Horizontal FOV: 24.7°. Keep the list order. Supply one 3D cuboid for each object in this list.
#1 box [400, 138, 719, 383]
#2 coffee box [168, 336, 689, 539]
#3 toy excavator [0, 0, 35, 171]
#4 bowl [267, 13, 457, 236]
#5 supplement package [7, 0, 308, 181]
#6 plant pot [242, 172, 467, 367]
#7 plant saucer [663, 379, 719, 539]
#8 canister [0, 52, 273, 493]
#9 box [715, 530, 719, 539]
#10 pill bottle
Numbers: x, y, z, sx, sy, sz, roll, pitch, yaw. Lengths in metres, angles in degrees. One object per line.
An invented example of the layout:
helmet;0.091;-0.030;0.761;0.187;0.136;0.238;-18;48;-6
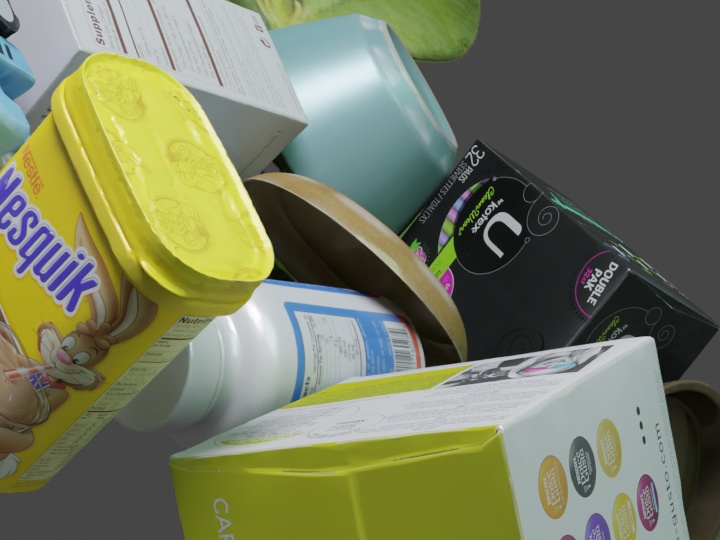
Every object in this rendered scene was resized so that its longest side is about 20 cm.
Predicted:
box;0.129;0.026;1.205;0.124;0.149;0.200;28;13;-42
coffee box;0.048;0.161;0.872;0.198;0.200;0.200;-19;98;-58
toy excavator;-0.221;-0.072;0.959;0.200;0.100;0.194;63;7;13
bowl;0.003;-0.115;1.259;0.201;0.105;0.201;59;9;-16
supplement package;-0.156;-0.126;1.115;0.200;0.117;0.117;14;43;-44
plant pot;0.000;0.000;1.124;0.200;0.027;0.200;39;-16;13
plant saucer;0.196;0.168;1.161;0.029;0.200;0.200;24;9;42
canister;-0.154;0.007;0.865;0.087;0.200;0.149;6;48;-50
box;0.392;0.246;1.408;0.200;0.095;0.078;32;33;-23
pill bottle;-0.061;0.060;1.016;0.200;0.112;0.112;9;46;-48
